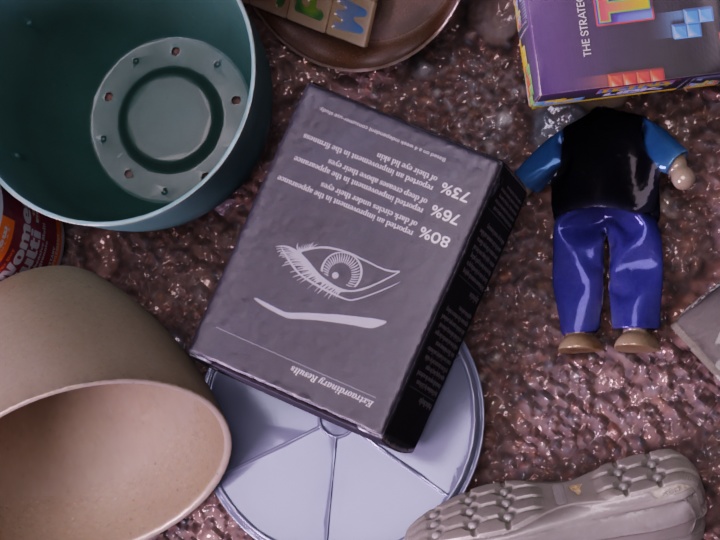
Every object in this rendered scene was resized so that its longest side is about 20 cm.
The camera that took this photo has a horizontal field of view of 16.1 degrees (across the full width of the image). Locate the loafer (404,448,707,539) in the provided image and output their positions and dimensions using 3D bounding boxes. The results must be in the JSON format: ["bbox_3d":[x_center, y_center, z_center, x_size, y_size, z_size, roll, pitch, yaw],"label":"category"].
[{"bbox_3d":[0.130,0.174,1.671,0.200,0.070,0.070,-11,118,6],"label":"loafer"}]

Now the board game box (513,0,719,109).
[{"bbox_3d":[0.179,-0.215,1.643,0.165,0.057,0.200,-8,86,-5],"label":"board game box"}]

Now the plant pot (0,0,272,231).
[{"bbox_3d":[-0.150,-0.116,1.724,0.200,0.161,0.201,-2,81,11],"label":"plant pot"}]

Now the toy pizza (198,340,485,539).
[{"bbox_3d":[-0.012,0.102,1.732,0.200,0.032,0.201,-2,81,12],"label":"toy pizza"}]

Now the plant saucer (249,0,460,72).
[{"bbox_3d":[0.000,-0.238,1.744,0.200,0.032,0.201,8,104,32],"label":"plant saucer"}]

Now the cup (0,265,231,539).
[{"bbox_3d":[-0.200,0.082,1.707,0.200,0.200,0.143,-25,54,7],"label":"cup"}]

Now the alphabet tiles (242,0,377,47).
[{"bbox_3d":[-0.042,-0.273,1.743,0.167,0.008,0.200,23,111,28],"label":"alphabet tiles"}]

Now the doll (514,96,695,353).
[{"bbox_3d":[0.159,-0.046,1.709,0.136,0.048,0.200,-2,81,21],"label":"doll"}]

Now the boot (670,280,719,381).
[{"bbox_3d":[0.329,0.030,1.653,0.200,0.073,0.182,-43,63,-4],"label":"boot"}]

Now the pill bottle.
[{"bbox_3d":[-0.281,-0.034,1.718,0.109,0.200,0.110,-2,81,12],"label":"pill bottle"}]

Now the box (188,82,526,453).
[{"bbox_3d":[0.000,0.000,1.675,0.148,0.104,0.200,24,87,16],"label":"box"}]
